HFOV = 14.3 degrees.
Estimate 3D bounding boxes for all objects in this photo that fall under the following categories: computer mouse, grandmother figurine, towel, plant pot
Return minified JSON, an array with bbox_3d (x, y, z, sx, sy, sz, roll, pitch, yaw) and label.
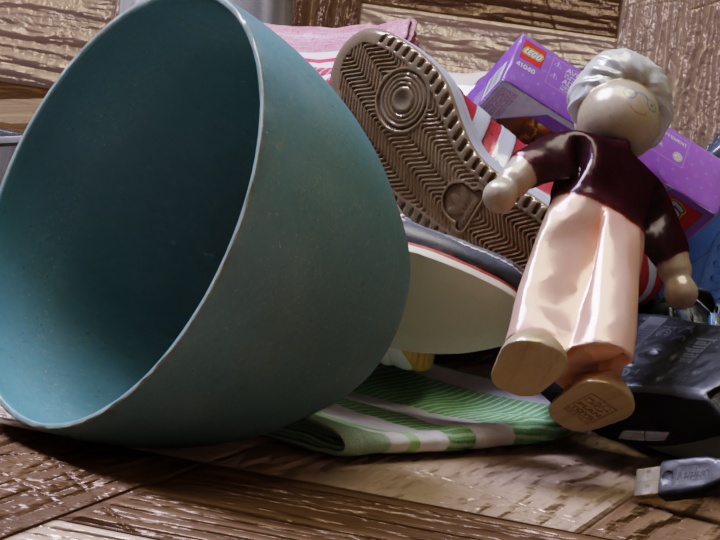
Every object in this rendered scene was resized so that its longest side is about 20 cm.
[{"bbox_3d":[0.154,0.074,1.340,0.199,0.046,0.140,0,30,38],"label":"computer mouse"},{"bbox_3d":[0.115,-0.022,1.361,0.121,0.201,0.060,37,-42,-29],"label":"grandmother figurine"},{"bbox_3d":[0.004,0.062,1.399,0.152,0.023,0.200,14,8,40],"label":"towel"},{"bbox_3d":[-0.059,-0.111,1.609,0.143,0.023,0.200,1,17,17],"label":"towel"},{"bbox_3d":[-0.057,-0.005,1.265,0.135,0.201,0.200,25,-5,-35],"label":"plant pot"}]

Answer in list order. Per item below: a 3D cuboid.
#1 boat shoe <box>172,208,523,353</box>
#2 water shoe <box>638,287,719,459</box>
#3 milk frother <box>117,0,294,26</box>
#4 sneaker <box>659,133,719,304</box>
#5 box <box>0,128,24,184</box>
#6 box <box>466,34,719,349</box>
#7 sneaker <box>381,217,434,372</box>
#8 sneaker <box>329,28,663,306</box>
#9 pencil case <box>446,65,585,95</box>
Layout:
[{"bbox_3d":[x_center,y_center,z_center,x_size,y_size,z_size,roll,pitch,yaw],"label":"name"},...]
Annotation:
[{"bbox_3d":[-0.012,-0.014,1.379,0.199,0.071,0.063,13,45,9],"label":"boat shoe"},{"bbox_3d":[0.165,0.049,1.455,0.071,0.079,0.200,4,7,-29],"label":"water shoe"},{"bbox_3d":[-0.152,-0.089,1.774,0.199,0.189,0.180,10,-11,-34],"label":"milk frother"},{"bbox_3d":[0.190,-0.007,1.620,0.078,0.200,0.066,42,51,10],"label":"sneaker"},{"bbox_3d":[-0.226,-0.013,1.384,0.060,0.117,0.200,12,5,15],"label":"box"},{"bbox_3d":[0.093,-0.032,1.575,0.137,0.039,0.200,32,-37,-10],"label":"box"},{"bbox_3d":[0.000,0.000,1.498,0.088,0.076,0.200,8,7,1],"label":"sneaker"},{"bbox_3d":[0.074,-0.047,1.477,0.200,0.071,0.112,49,26,25],"label":"sneaker"},{"bbox_3d":[0.043,-0.075,1.651,0.199,0.078,0.089,-1,-23,28],"label":"pencil case"}]
